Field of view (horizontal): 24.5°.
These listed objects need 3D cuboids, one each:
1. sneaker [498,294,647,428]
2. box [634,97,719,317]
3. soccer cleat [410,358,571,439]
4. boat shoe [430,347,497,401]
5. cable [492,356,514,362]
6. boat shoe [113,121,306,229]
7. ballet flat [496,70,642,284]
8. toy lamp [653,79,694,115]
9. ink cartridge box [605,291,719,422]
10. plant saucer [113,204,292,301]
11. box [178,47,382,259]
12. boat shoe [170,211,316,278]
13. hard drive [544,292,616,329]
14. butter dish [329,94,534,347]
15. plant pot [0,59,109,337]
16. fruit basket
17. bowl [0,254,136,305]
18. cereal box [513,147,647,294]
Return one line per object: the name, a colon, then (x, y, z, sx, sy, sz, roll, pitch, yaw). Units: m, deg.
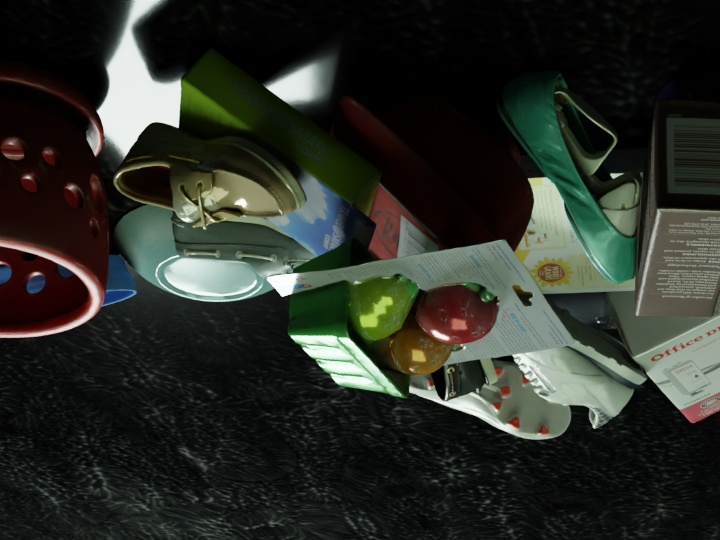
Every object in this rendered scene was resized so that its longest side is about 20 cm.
sneaker: (0.179, 0.080, 1.587, 0.199, 0.077, 0.081, 33, 112, -14)
box: (0.266, -0.045, 1.350, 0.074, 0.101, 0.200, 3, 156, 4)
soccer cleat: (0.120, 0.119, 1.696, 0.198, 0.070, 0.078, 19, 176, -2)
boat shoe: (0.072, 0.037, 1.577, 0.063, 0.074, 0.203, -24, 119, -6)
cable: (0.160, 0.080, 1.701, 0.198, 0.051, 0.163, 13, 158, -7)
boat shoe: (-0.127, -0.067, 1.345, 0.199, 0.069, 0.074, 15, 144, 45)
ballet flat: (0.189, -0.079, 1.360, 0.070, 0.067, 0.201, -26, 105, 33)
toy lamp: (0.343, -0.114, 1.376, 0.198, 0.059, 0.058, 11, 153, -12)
ink cartridge box: (0.349, 0.059, 1.651, 0.146, 0.083, 0.200, -28, 147, 16)
plant saucer: (-0.148, -0.009, 1.647, 0.198, 0.039, 0.201, 1, 154, 1)
box: (-0.062, -0.083, 1.363, 0.199, 0.048, 0.122, 37, 155, 9)
boat shoe: (-0.082, -0.023, 1.531, 0.198, 0.062, 0.073, 13, -162, 11)
hard drive: (0.198, 0.006, 1.646, 0.133, 0.043, 0.200, -5, 153, 15)
butter dish: (0.076, -0.067, 1.407, 0.199, 0.147, 0.200, 45, 155, 15)
plant pot: (-0.304, -0.062, 1.385, 0.198, 0.184, 0.201, 2, 154, 1)
fruit basket: (0.051, 0.028, 1.319, 0.198, 0.095, 0.185, -15, 147, 20)
bowl: (-0.323, 0.020, 1.643, 0.198, 0.040, 0.201, -11, 175, -1)
cereal box: (0.228, -0.044, 1.496, 0.198, 0.040, 0.145, -2, 132, 9)
